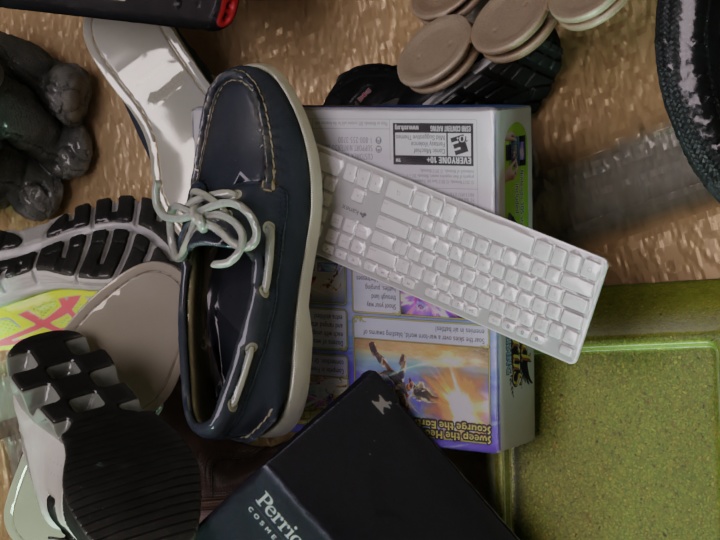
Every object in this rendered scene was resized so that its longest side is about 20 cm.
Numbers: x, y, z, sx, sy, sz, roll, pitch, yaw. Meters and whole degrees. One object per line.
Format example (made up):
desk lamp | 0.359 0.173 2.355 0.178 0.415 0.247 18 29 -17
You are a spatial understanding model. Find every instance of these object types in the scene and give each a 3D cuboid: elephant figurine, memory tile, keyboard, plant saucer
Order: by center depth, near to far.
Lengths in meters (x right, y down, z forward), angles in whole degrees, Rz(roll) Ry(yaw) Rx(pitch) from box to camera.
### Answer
keyboard | 0.036 -0.013 1.034 0.200 0.011 0.056 23 108 29
plant saucer | 0.143 0.106 1.061 0.199 0.048 0.201 -4 85 34
memory tile | 0.111 -0.177 1.073 0.199 0.017 0.154 -19 43 33
elephant figurine | -0.274 -0.103 1.266 0.155 0.200 0.142 11 93 34

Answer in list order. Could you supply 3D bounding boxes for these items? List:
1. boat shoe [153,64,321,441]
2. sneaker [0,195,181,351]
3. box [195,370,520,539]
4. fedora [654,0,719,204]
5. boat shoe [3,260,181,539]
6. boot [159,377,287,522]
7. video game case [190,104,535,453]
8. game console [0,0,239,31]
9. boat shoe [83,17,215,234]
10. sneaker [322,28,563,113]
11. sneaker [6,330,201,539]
boat shoe | -0.068 -0.011 1.048 0.075 0.062 0.201 3 90 41
sneaker | -0.180 0.013 1.281 0.199 0.090 0.078 -8 39 19
box | -0.010 0.198 1.062 0.197 0.117 0.200 48 128 4
fedora | 0.235 -0.109 0.971 0.200 0.092 0.201 1 97 8
boat shoe | -0.153 0.074 1.174 0.072 0.063 0.200 27 108 -3
boot | -0.046 0.099 1.186 0.199 0.064 0.187 -15 80 30
video game case | 0.000 0.000 1.092 0.199 0.045 0.182 3 97 33
game console | -0.143 -0.237 1.169 0.199 0.031 0.178 11 99 34
boat shoe | -0.107 -0.085 1.232 0.075 0.062 0.200 -37 76 10
sneaker | 0.023 -0.096 1.142 0.200 0.076 0.088 -39 61 26
sneaker | -0.135 0.118 1.066 0.200 0.074 0.089 -129 34 -52
